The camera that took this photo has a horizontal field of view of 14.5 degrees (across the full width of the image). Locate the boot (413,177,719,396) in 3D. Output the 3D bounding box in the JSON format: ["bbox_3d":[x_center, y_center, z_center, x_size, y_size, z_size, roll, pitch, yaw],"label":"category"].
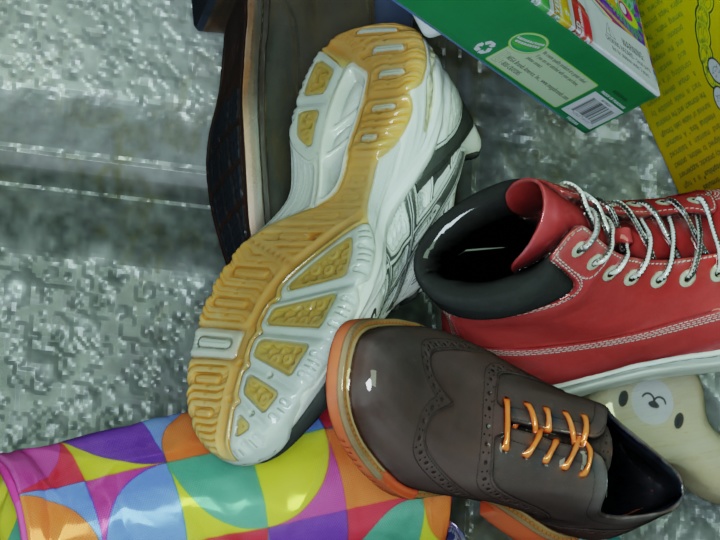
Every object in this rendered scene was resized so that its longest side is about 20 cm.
[{"bbox_3d":[0.124,-0.011,1.156,0.200,0.144,0.072,-19,64,2],"label":"boot"}]

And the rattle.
[{"bbox_3d":[0.164,0.054,1.227,0.200,0.143,0.130,-22,103,-29],"label":"rattle"}]

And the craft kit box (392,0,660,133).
[{"bbox_3d":[0.041,-0.179,1.170,0.200,0.049,0.198,28,41,-53],"label":"craft kit box"}]

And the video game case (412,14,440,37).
[{"bbox_3d":[0.020,-0.208,1.228,0.200,0.023,0.182,62,24,-4],"label":"video game case"}]

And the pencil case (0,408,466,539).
[{"bbox_3d":[-0.056,0.100,1.166,0.200,0.088,0.088,-8,79,-21],"label":"pencil case"}]

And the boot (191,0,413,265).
[{"bbox_3d":[-0.016,-0.074,1.227,0.097,0.075,0.200,-1,75,-16],"label":"boot"}]

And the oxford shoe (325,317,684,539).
[{"bbox_3d":[0.059,0.061,1.130,0.200,0.073,0.071,25,65,-51],"label":"oxford shoe"}]

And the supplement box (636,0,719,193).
[{"bbox_3d":[0.179,-0.137,1.291,0.109,0.110,0.200,-22,85,-23],"label":"supplement box"}]

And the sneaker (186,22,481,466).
[{"bbox_3d":[0.000,0.000,1.160,0.088,0.076,0.200,46,61,-46],"label":"sneaker"}]
